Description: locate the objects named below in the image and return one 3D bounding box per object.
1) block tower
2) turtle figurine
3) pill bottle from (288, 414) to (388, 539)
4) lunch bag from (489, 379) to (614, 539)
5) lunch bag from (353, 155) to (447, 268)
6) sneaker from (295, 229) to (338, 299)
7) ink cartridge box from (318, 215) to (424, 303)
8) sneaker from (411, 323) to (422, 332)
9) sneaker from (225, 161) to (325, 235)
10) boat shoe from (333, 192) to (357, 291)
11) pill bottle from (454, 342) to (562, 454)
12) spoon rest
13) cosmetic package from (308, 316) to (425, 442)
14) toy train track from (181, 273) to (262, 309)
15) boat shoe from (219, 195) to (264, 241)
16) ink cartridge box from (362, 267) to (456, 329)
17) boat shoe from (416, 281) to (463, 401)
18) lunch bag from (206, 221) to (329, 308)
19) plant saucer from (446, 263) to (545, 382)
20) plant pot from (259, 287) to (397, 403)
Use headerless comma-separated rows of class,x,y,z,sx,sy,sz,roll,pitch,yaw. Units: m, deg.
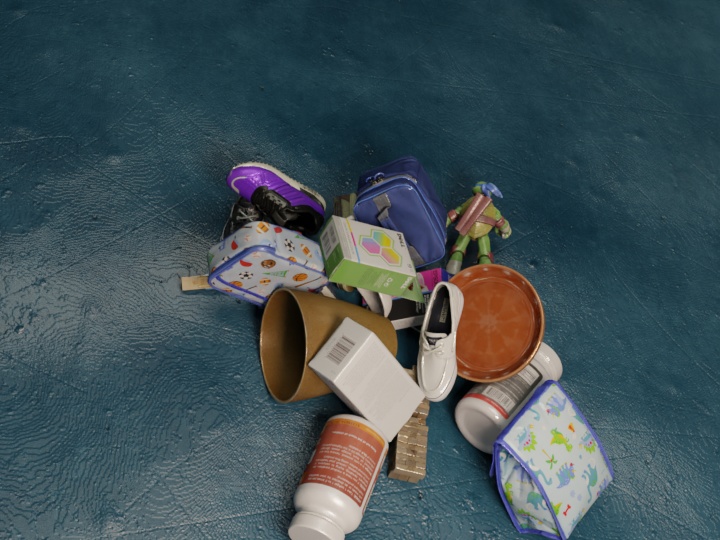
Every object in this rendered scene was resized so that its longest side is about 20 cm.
block tower,0.083,0.260,1.656,0.053,0.058,0.202,13,50,-7
turtle figurine,0.217,-0.063,1.921,0.143,0.199,0.196,21,69,-29
pill bottle,-0.037,0.334,1.528,0.111,0.113,0.201,24,51,2
lunch bag,0.301,0.306,1.602,0.170,0.127,0.201,-40,115,-35
lunch bag,0.074,-0.103,1.805,0.135,0.201,0.133,-22,31,19
sneaker,-0.076,-0.003,1.786,0.084,0.075,0.200,-28,66,-26
ink cartridge box,0.033,-0.018,1.671,0.198,0.059,0.104,14,41,-29
sneaker,0.151,0.112,1.782,0.072,0.083,0.199,-45,51,-15
sneaker,-0.150,-0.122,1.773,0.198,0.070,0.100,22,40,-20
boat shoe,-0.031,-0.052,1.846,0.064,0.073,0.202,-2,60,15
pill bottle,0.262,0.215,1.705,0.116,0.116,0.200,40,53,14
spoon rest,0.000,0.000,1.743,0.060,0.100,0.201,-20,64,-13
cosmetic package,0.013,0.176,1.571,0.102,0.200,0.071,-50,44,-13
toy train track,-0.220,0.015,1.754,0.198,0.033,0.116,-6,88,-13
boat shoe,-0.210,-0.097,1.818,0.071,0.068,0.201,19,52,-2
ink cartridge box,0.100,0.052,1.768,0.198,0.037,0.096,-10,53,11
boat shoe,0.126,0.117,1.650,0.073,0.065,0.203,1,79,23
lunch bag,-0.153,0.001,1.651,0.199,0.160,0.076,27,42,-43
plant saucer,0.216,0.090,1.672,0.198,0.032,0.203,-5,78,21
plant pot,-0.045,0.123,1.653,0.198,0.187,0.188,0,54,-29
